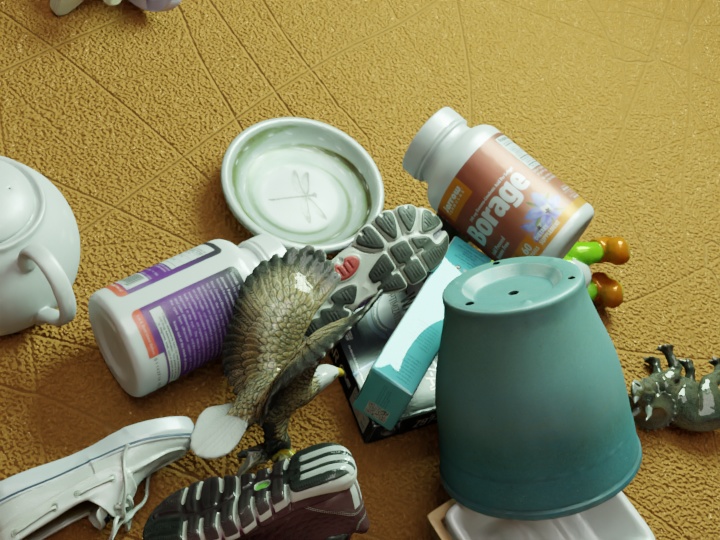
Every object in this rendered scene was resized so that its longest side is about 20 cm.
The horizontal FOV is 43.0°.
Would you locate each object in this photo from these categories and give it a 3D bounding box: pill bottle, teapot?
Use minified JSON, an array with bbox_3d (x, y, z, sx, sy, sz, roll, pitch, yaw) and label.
[{"bbox_3d":[-0.165,0.036,0.933,0.198,0.112,0.112,-26,67,-30],"label":"pill bottle"},{"bbox_3d":[-0.369,-0.040,0.902,0.196,0.147,0.200,7,55,-13],"label":"teapot"},{"bbox_3d":[0.144,-0.083,0.992,0.199,0.113,0.112,41,55,14],"label":"pill bottle"}]

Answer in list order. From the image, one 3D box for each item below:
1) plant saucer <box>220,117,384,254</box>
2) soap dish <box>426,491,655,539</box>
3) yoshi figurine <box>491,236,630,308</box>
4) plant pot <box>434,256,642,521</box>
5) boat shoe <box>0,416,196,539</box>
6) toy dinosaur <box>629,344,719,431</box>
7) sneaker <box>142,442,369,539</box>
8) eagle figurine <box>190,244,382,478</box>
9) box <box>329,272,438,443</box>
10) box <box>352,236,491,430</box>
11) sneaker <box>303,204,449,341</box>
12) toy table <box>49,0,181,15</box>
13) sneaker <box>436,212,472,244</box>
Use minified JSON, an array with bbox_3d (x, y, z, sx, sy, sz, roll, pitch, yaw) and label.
[{"bbox_3d":[-0.071,-0.092,1.090,0.196,0.050,0.203,9,54,-12],"label":"plant saucer"},{"bbox_3d":[0.177,0.267,0.900,0.198,0.082,0.158,-24,66,-30],"label":"soap dish"},{"bbox_3d":[0.227,0.013,1.078,0.196,0.112,0.114,-5,64,-17],"label":"yoshi figurine"},{"bbox_3d":[0.156,0.097,0.865,0.196,0.191,0.201,-11,19,4],"label":"plant pot"},{"bbox_3d":[-0.232,0.204,0.821,0.199,0.075,0.087,-19,63,-25],"label":"boat shoe"},{"bbox_3d":[0.381,0.148,1.064,0.196,0.077,0.104,13,65,-15],"label":"toy dinosaur"},{"bbox_3d":[-0.083,0.234,0.795,0.197,0.117,0.076,-18,25,9],"label":"sneaker"},{"bbox_3d":[-0.065,0.090,0.855,0.149,0.204,0.151,14,20,11],"label":"eagle figurine"},{"bbox_3d":[0.043,0.075,1.014,0.158,0.044,0.202,-11,60,-23],"label":"box"},{"bbox_3d":[0.066,0.062,0.950,0.049,0.083,0.201,31,54,6],"label":"box"},{"bbox_3d":[0.000,0.000,0.960,0.198,0.083,0.081,-31,92,-8],"label":"sneaker"},{"bbox_3d":[-0.325,-0.412,1.167,0.199,0.186,0.116,40,37,24],"label":"toy table"},{"bbox_3d":[0.170,-0.112,1.142,0.074,0.107,0.200,36,54,10],"label":"sneaker"}]
